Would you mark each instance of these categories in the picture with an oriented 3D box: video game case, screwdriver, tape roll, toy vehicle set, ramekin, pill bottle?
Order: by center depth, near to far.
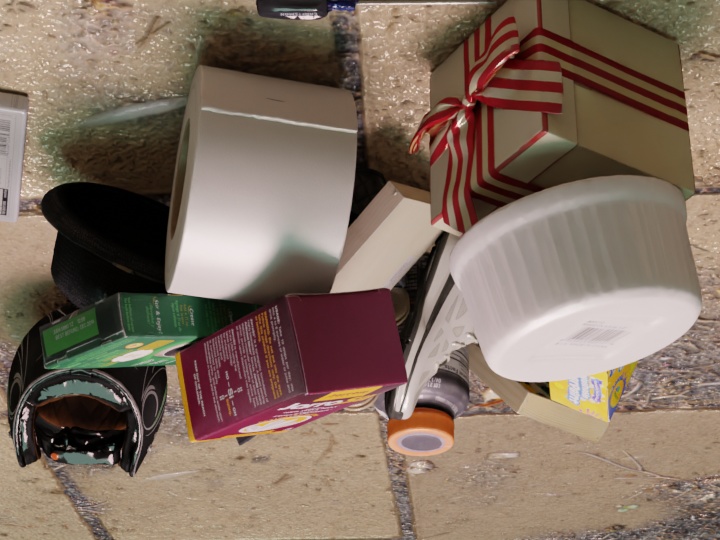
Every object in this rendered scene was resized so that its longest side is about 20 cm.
[{"bbox_3d":[0.177,0.014,1.163,0.198,0.099,0.201,-10,157,-4],"label":"ramekin"},{"bbox_3d":[0.012,-0.218,1.192,0.198,0.028,0.029,4,121,1],"label":"screwdriver"},{"bbox_3d":[-0.092,-0.071,1.277,0.138,0.204,0.203,8,149,-11],"label":"tape roll"},{"bbox_3d":[-0.416,-0.117,1.387,0.181,0.022,0.200,8,149,-12],"label":"video game case"},{"bbox_3d":[0.064,0.095,1.550,0.105,0.202,0.107,1,150,1],"label":"pill bottle"},{"bbox_3d":[0.178,0.121,1.625,0.124,0.200,0.027,22,101,-33],"label":"toy vehicle set"}]

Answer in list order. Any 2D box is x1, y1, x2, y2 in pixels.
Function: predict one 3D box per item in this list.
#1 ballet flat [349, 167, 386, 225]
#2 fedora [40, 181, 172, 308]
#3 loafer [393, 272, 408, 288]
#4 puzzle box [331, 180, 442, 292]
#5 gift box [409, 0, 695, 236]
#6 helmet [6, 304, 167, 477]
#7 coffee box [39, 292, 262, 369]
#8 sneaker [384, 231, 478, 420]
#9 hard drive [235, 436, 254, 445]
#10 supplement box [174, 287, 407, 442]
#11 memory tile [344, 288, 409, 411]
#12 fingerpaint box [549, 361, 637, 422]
[{"bbox_3d":[-0.068,-0.063,1.430,0.198,0.057,0.067,-7,148,13],"label":"ballet flat"},{"bbox_3d":[-0.226,-0.005,1.402,0.199,0.201,0.092,18,111,-26],"label":"fedora"},{"bbox_3d":[-0.046,-0.012,1.501,0.198,0.071,0.068,2,149,-1],"label":"loafer"},{"bbox_3d":[0.000,0.000,1.413,0.200,0.025,0.133,-48,158,16],"label":"puzzle box"},{"bbox_3d":[0.160,-0.113,1.209,0.185,0.201,0.185,19,140,-25],"label":"gift box"},{"bbox_3d":[-0.310,0.135,1.644,0.198,0.191,0.202,-1,114,-2],"label":"helmet"},{"bbox_3d":[-0.181,0.056,1.329,0.122,0.044,0.199,-21,165,39],"label":"coffee box"},{"bbox_3d":[0.102,0.068,1.452,0.114,0.202,0.076,21,176,-5],"label":"sneaker"},{"bbox_3d":[-0.059,0.105,1.605,0.042,0.200,0.135,49,136,-4],"label":"hard drive"},{"bbox_3d":[-0.064,0.085,1.257,0.110,0.086,0.200,-3,165,-37],"label":"supplement box"},{"bbox_3d":[-0.056,0.069,1.522,0.198,0.154,0.017,9,149,20],"label":"memory tile"},{"bbox_3d":[0.251,0.032,1.463,0.073,0.168,0.200,21,156,21],"label":"fingerpaint box"}]
